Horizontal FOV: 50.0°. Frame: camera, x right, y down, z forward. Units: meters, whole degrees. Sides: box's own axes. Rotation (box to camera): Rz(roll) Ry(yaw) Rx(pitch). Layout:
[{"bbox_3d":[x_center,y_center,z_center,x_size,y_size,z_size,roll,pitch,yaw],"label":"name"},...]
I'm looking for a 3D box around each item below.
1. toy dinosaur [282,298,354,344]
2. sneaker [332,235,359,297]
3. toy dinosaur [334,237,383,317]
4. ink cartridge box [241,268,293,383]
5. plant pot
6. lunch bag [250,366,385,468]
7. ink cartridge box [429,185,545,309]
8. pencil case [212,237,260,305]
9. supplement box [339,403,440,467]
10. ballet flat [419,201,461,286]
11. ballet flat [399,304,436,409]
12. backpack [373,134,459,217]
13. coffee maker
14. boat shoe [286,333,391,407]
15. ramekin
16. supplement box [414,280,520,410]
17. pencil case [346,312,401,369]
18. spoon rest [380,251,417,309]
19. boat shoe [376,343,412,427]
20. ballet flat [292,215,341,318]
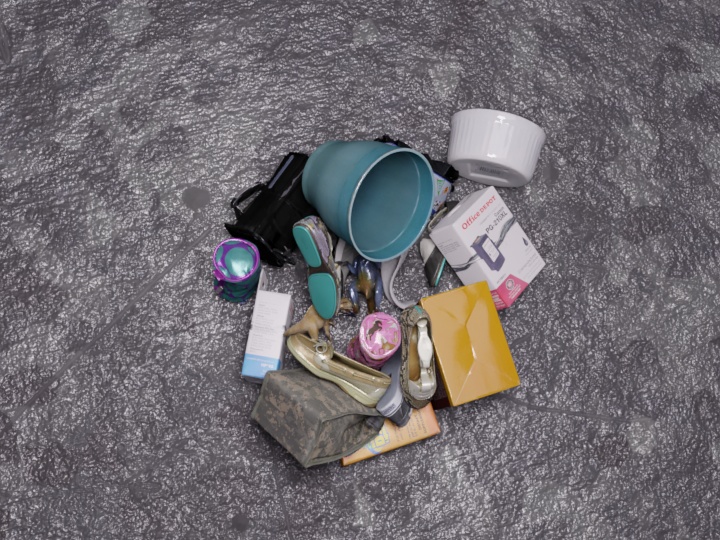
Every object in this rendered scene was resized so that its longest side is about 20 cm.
[{"bbox_3d":[-0.096,0.107,1.479,0.058,0.102,0.199,29,36,32],"label":"toy dinosaur"},{"bbox_3d":[-0.019,-0.037,1.547,0.078,0.074,0.203,17,75,-9],"label":"sneaker"},{"bbox_3d":[0.000,0.000,1.505,0.103,0.200,0.184,0,68,12],"label":"toy dinosaur"},{"bbox_3d":[-0.170,0.110,1.464,0.066,0.116,0.203,9,76,0],"label":"ink cartridge box"},{"bbox_3d":[0.000,-0.143,1.380,0.200,0.201,0.187,-45,45,-15],"label":"plant pot"},{"bbox_3d":[-0.069,0.256,1.396,0.163,0.199,0.119,33,110,35],"label":"lunch bag"},{"bbox_3d":[0.254,-0.043,1.539,0.145,0.084,0.201,-42,101,-30],"label":"ink cartridge box"},{"bbox_3d":[-0.232,0.004,1.438,0.092,0.200,0.086,-35,84,-15],"label":"pencil case"},{"bbox_3d":[0.048,0.313,1.476,0.197,0.069,0.067,-18,79,-8],"label":"supplement box"},{"bbox_3d":[0.161,-0.059,1.585,0.068,0.068,0.202,23,64,8],"label":"ballet flat"},{"bbox_3d":[0.104,0.162,1.349,0.067,0.075,0.203,-9,107,-16],"label":"ballet flat"},{"bbox_3d":[0.091,-0.177,1.533,0.198,0.191,0.156,28,89,-1],"label":"backpack"},{"bbox_3d":[-0.135,-0.114,1.496,0.191,0.135,0.201,28,72,28],"label":"coffee maker"},{"bbox_3d":[-0.040,0.166,1.386,0.200,0.073,0.063,35,104,-1],"label":"boat shoe"},{"bbox_3d":[0.270,-0.244,1.575,0.198,0.200,0.099,16,83,-4],"label":"ramekin"},{"bbox_3d":[0.183,0.148,1.464,0.131,0.200,0.200,-15,79,-10],"label":"supplement box"},{"bbox_3d":[0.024,0.138,1.444,0.082,0.200,0.087,-30,81,-14],"label":"pencil case"},{"bbox_3d":[0.068,-0.013,1.516,0.060,0.099,0.203,-21,109,-24],"label":"spoon rest"},{"bbox_3d":[0.081,0.215,1.466,0.073,0.200,0.068,-37,108,23],"label":"boat shoe"},{"bbox_3d":[-0.066,-0.010,1.415,0.071,0.072,0.203,-21,117,-13],"label":"ballet flat"}]
